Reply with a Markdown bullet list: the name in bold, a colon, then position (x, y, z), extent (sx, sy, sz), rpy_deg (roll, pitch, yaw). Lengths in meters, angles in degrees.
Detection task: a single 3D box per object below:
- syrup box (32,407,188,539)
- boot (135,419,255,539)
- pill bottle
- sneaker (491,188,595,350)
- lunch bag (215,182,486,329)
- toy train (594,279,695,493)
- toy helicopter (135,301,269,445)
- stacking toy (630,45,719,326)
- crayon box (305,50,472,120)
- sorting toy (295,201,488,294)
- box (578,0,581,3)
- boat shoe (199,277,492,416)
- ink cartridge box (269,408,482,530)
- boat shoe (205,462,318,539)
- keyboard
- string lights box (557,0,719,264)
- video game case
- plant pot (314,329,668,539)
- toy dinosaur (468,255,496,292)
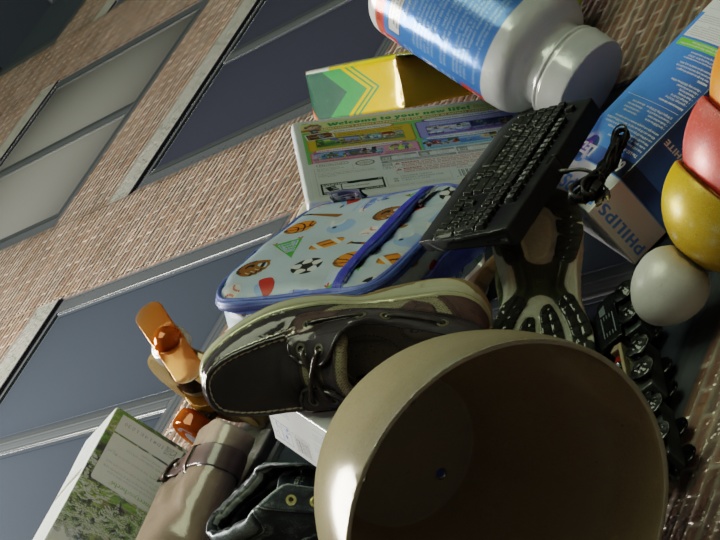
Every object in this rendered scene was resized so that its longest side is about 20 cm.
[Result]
- **syrup box**: position (-0.222, 0.221, 1.447), extent (0.081, 0.079, 0.200), rpy_deg (-44, 17, 50)
- **boot**: position (-0.126, 0.186, 1.350), extent (0.147, 0.070, 0.200), rpy_deg (-62, 15, -6)
- **pill bottle**: position (0.112, -0.199, 1.450), extent (0.200, 0.112, 0.112), rpy_deg (37, 81, 27)
- **sneaker**: position (0.123, 0.043, 1.209), extent (0.076, 0.089, 0.201), rpy_deg (4, 58, 7)
- **lunch bag**: position (0.000, 0.000, 1.275), extent (0.160, 0.076, 0.200), rpy_deg (-8, 23, 31)
- **toy train**: position (0.172, 0.072, 1.098), extent (0.046, 0.034, 0.200), rpy_deg (-41, 23, 21)
- **toy helicopter**: position (-0.115, 0.084, 1.446), extent (0.079, 0.132, 0.200), rpy_deg (-55, 24, -22)
- **stacking toy**: position (0.233, -0.051, 1.091), extent (0.200, 0.146, 0.146), rpy_deg (-52, 21, 15)
- **crayon box**: position (0.052, -0.179, 1.624), extent (0.126, 0.051, 0.200), rpy_deg (-15, 7, -28)
- **sorting toy**: position (0.036, -0.013, 1.430), extent (0.179, 0.107, 0.200), rpy_deg (-7, 41, 29)
- **box**: position (0.153, -0.276, 1.605), extent (0.121, 0.048, 0.200), rpy_deg (-3, 32, 25)
- **boat shoe**: position (-0.011, 0.056, 1.140), extent (0.199, 0.072, 0.065), rpy_deg (-12, 20, 6)
- **ink cartridge box**: position (0.018, 0.103, 1.161), extent (0.094, 0.044, 0.200), rpy_deg (-23, 21, -20)
- **boat shoe**: position (-0.010, 0.155, 1.197), extent (0.200, 0.091, 0.071), rpy_deg (-37, 24, 20)
- **keyboard**: position (0.126, -0.072, 1.218), extent (0.126, 0.021, 0.200), rpy_deg (-5, 28, 28)
- **string lights box**: position (0.230, -0.107, 1.263), extent (0.200, 0.059, 0.103), rpy_deg (-46, 23, 1)
- **video game case**: position (0.047, -0.095, 1.464), extent (0.199, 0.022, 0.182), rpy_deg (-8, 26, -3)
- **plant pot**: position (0.054, 0.119, 0.991), extent (0.200, 0.200, 0.134), rpy_deg (-49, 28, -8)
- **toy dinosaur**: position (0.072, 0.045, 1.313), extent (0.106, 0.061, 0.201), rpy_deg (-5, 41, 19)
